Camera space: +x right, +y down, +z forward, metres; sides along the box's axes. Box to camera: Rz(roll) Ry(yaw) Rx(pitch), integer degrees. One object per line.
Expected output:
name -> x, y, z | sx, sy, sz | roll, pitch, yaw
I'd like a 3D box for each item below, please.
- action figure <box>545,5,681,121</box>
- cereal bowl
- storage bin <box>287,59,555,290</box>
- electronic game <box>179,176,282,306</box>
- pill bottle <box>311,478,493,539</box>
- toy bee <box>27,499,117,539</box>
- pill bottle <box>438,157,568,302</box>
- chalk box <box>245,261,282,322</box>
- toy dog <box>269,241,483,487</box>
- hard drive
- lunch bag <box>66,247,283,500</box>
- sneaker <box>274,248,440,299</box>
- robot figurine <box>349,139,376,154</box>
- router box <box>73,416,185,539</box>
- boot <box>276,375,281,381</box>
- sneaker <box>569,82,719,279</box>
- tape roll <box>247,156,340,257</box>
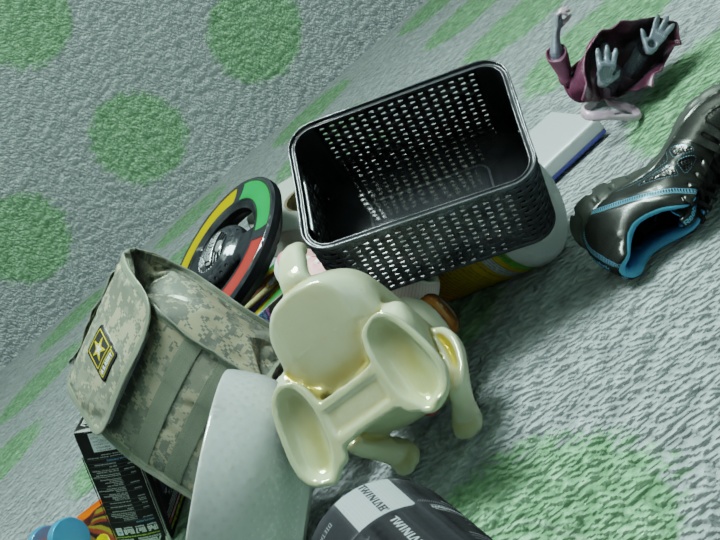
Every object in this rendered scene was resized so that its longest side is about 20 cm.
action figure -> 0.279, -0.219, 1.163 | 0.200, 0.134, 0.149 | 164, 110, -80
cereal bowl -> -0.081, 0.181, 0.823 | 0.200, 0.083, 0.201 | 8, -90, -89
storage bin -> 0.051, -0.075, 0.884 | 0.200, 0.094, 0.135 | -18, 56, 10
electronic game -> -0.150, -0.014, 1.133 | 0.200, 0.042, 0.200 | -39, 33, 32
pill bottle -> 0.044, 0.191, 0.564 | 0.106, 0.106, 0.200 | -44, 16, -9
toy bee -> -0.326, 0.327, 1.125 | 0.200, 0.109, 0.131 | -22, -3, -28
pill bottle -> 0.093, -0.031, 1.016 | 0.200, 0.111, 0.111 | -25, 23, 46
chalk box -> -0.112, 0.104, 1.123 | 0.200, 0.125, 0.124 | -40, 16, 1
toy dog -> 0.010, 0.073, 0.832 | 0.140, 0.194, 0.200 | -47, -21, 14
hard drive -> 0.172, -0.100, 1.169 | 0.200, 0.025, 0.132 | -43, 16, -2
lunch bag -> -0.182, 0.095, 0.987 | 0.164, 0.200, 0.118 | -61, -9, 24
sneaker -> 0.000, 0.000, 0.991 | 0.075, 0.105, 0.200 | -8, 33, -43
robot figurine -> -0.005, -0.080, 1.346 | 0.200, 0.150, 0.125 | -48, -16, -18
router box -> -0.238, 0.185, 1.147 | 0.062, 0.150, 0.200 | -12, 22, 8
boot -> -0.026, 0.094, 0.963 | 0.090, 0.073, 0.200 | -51, 0, -5
sneaker -> 0.265, -0.070, 0.826 | 0.200, 0.073, 0.082 | -44, 31, 13
tape roll -> -0.033, -0.079, 1.200 | 0.202, 0.037, 0.203 | -17, 24, 8
